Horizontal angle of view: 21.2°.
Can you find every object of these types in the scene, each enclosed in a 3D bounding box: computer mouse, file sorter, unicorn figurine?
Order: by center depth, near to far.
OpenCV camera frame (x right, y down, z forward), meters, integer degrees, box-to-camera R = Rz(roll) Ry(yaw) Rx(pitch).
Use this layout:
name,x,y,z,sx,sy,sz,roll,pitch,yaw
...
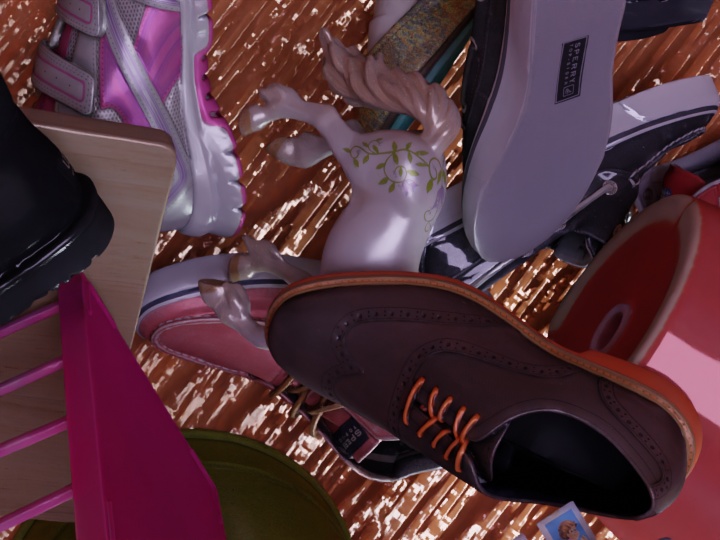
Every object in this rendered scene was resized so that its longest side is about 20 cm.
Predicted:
name,x,y,z,sx,sy,sz,roll,pitch,yaw
file sorter,-0.133,0.127,0.804,0.125,0.200,0.139,-25,121,3
unicorn figurine,0.000,0.000,0.896,0.137,0.074,0.201,18,116,20
computer mouse,0.187,-0.143,0.975,0.199,0.034,0.059,-1,120,13

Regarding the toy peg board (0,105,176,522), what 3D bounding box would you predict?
name,x,y,z,sx,sy,sz,roll,pitch,yaw
toy peg board,-0.207,-0.002,0.886,0.199,0.098,0.200,8,115,-18

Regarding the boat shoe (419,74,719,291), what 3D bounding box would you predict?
name,x,y,z,sx,sy,sz,roll,pitch,yaw
boat shoe,0.107,-0.035,0.984,0.199,0.072,0.068,-27,85,-19

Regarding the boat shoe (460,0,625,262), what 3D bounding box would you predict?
name,x,y,z,sx,sy,sz,roll,pitch,yaw
boat shoe,0.078,-0.091,0.880,0.068,0.057,0.200,-15,138,-24

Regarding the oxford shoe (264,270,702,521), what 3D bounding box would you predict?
name,x,y,z,sx,sy,sz,roll,pitch,yaw
oxford shoe,0.045,0.053,0.823,0.199,0.073,0.071,16,113,15

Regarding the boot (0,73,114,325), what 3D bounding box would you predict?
name,x,y,z,sx,sy,sz,roll,pitch,yaw
boot,-0.218,-0.028,0.766,0.200,0.076,0.168,-35,124,-2

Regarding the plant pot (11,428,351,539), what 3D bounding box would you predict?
name,x,y,z,sx,sy,sz,roll,pitch,yaw
plant pot,-0.072,0.202,0.943,0.199,0.193,0.201,-4,104,-15

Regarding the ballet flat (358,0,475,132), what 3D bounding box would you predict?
name,x,y,z,sx,sy,sz,roll,pitch,yaw
ballet flat,0.048,-0.150,0.967,0.071,0.071,0.200,39,91,-21

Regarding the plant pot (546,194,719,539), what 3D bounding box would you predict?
name,x,y,z,sx,sy,sz,roll,pitch,yaw
plant pot,0.185,0.069,0.920,0.177,0.200,0.201,33,93,-13

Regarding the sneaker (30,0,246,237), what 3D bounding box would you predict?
name,x,y,z,sx,sy,sz,roll,pitch,yaw
sneaker,-0.116,-0.102,0.916,0.088,0.081,0.201,-15,106,-14

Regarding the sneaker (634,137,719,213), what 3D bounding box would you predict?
name,x,y,z,sx,sy,sz,roll,pitch,yaw
sneaker,0.170,0.018,1.033,0.112,0.071,0.200,40,82,-25

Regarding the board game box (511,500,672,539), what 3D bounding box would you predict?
name,x,y,z,sx,sy,sz,roll,pitch,yaw
board game box,0.036,0.153,0.803,0.200,0.158,0.039,-31,74,-9

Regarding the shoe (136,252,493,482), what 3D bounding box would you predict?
name,x,y,z,sx,sy,sz,roll,pitch,yaw
shoe,-0.017,0.051,0.967,0.199,0.072,0.091,5,58,-21
